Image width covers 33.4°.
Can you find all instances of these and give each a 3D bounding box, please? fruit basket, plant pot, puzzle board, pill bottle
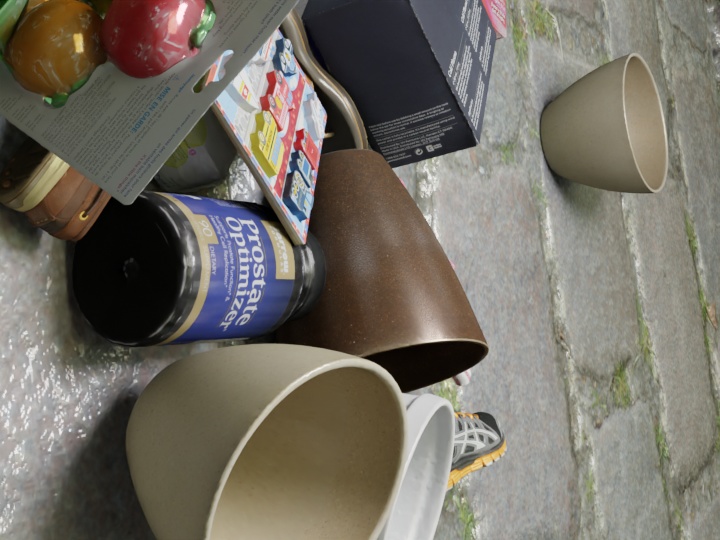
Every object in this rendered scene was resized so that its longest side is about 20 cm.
[{"bbox_3d":[-0.148,-0.153,0.754,0.185,0.200,0.094,-53,156,-8],"label":"fruit basket"},{"bbox_3d":[0.000,0.000,1.072,0.187,0.187,0.200,17,56,-58],"label":"plant pot"},{"bbox_3d":[-0.069,-0.135,0.957,0.200,0.017,0.151,-85,151,-53],"label":"puzzle board"},{"bbox_3d":[-0.114,0.000,0.916,0.200,0.112,0.112,1,82,-60],"label":"pill bottle"}]

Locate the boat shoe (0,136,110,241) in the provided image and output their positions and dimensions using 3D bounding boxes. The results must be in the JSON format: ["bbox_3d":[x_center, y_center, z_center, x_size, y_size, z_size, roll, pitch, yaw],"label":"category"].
[{"bbox_3d":[-0.163,-0.107,0.829,0.200,0.072,0.068,-51,123,-10],"label":"boat shoe"}]

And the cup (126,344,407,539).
[{"bbox_3d":[-0.084,0.133,0.859,0.200,0.143,0.200,-28,129,-42],"label":"cup"}]

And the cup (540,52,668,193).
[{"bbox_3d":[0.345,-0.199,1.731,0.200,0.143,0.200,23,63,-56],"label":"cup"}]

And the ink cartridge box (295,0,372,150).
[{"bbox_3d":[-0.007,-0.212,1.224,0.198,0.043,0.200,59,37,-34],"label":"ink cartridge box"}]

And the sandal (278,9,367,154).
[{"bbox_3d":[-0.063,-0.167,1.086,0.055,0.082,0.200,-52,130,-31],"label":"sandal"}]

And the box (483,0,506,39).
[{"bbox_3d":[0.079,-0.330,1.347,0.200,0.100,0.096,26,61,-55],"label":"box"}]

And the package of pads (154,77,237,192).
[{"bbox_3d":[-0.152,-0.178,0.938,0.200,0.068,0.155,57,37,-35],"label":"package of pads"}]

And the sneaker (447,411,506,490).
[{"bbox_3d":[0.093,0.178,1.269,0.200,0.078,0.077,-19,93,-59],"label":"sneaker"}]

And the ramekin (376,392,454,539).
[{"bbox_3d":[0.001,0.192,1.019,0.200,0.105,0.200,15,90,-73],"label":"ramekin"}]

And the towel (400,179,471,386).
[{"bbox_3d":[0.072,0.007,1.251,0.146,0.030,0.200,58,14,-34],"label":"towel"}]

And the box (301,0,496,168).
[{"bbox_3d":[0.045,-0.235,1.155,0.182,0.104,0.200,61,28,-34],"label":"box"}]
